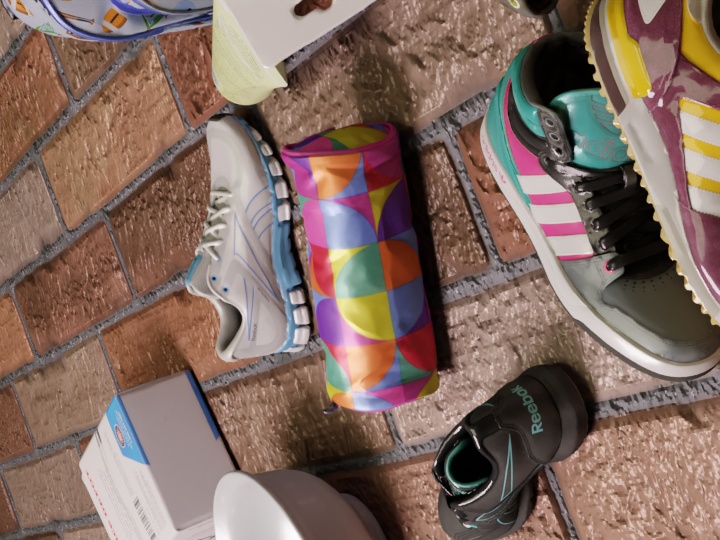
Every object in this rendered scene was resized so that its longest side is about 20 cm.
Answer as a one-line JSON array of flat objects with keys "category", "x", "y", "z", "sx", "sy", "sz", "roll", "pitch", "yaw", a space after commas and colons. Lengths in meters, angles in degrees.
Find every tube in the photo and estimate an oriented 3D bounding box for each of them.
[{"category": "tube", "x": -0.075, "y": -0.147, "z": 1.101, "sx": 0.200, "sy": 0.058, "sz": 0.052, "roll": -178, "pitch": 100, "yaw": -86}]

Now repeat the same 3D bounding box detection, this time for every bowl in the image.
[{"category": "bowl", "x": -0.033, "y": 0.242, "z": 1.308, "sx": 0.201, "sy": 0.090, "sz": 0.202, "roll": 38, "pitch": 138, "yaw": 45}]

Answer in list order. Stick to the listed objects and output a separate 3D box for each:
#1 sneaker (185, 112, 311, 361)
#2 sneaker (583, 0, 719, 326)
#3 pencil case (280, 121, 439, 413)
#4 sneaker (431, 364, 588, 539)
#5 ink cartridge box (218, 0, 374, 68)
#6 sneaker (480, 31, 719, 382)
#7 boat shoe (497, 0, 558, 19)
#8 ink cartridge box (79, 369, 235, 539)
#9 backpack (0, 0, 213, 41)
[{"category": "sneaker", "x": -0.100, "y": -0.021, "z": 1.266, "sx": 0.075, "sy": 0.086, "sz": 0.202, "roll": 8, "pitch": 113, "yaw": 61}, {"category": "sneaker", "x": 0.183, "y": -0.052, "z": 0.751, "sx": 0.090, "sy": 0.075, "sz": 0.201, "roll": -23, "pitch": 101, "yaw": 40}, {"category": "pencil case", "x": 0.000, "y": 0.000, "z": 1.104, "sx": 0.088, "sy": 0.088, "sz": 0.202, "roll": 21, "pitch": 123, "yaw": 55}, {"category": "sneaker", "x": 0.076, "y": 0.127, "z": 1.052, "sx": 0.076, "sy": 0.079, "sz": 0.200, "roll": 57, "pitch": 151, "yaw": 23}, {"category": "ink cartridge box", "x": -0.054, "y": -0.235, "z": 0.990, "sx": 0.116, "sy": 0.067, "sz": 0.201, "roll": -29, "pitch": 87, "yaw": 17}, {"category": "sneaker", "x": 0.134, "y": -0.049, "z": 0.838, "sx": 0.201, "sy": 0.083, "sz": 0.121, "roll": 57, "pitch": 159, "yaw": 26}, {"category": "boat shoe", "x": 0.093, "y": -0.219, "z": 0.812, "sx": 0.060, "sy": 0.072, "sz": 0.203, "roll": 41, "pitch": 142, "yaw": 27}, {"category": "ink cartridge box", "x": -0.197, "y": 0.207, "z": 1.585, "sx": 0.147, "sy": 0.084, "sz": 0.200, "roll": 63, "pitch": 152, "yaw": 15}, {"category": "backpack", "x": -0.160, "y": -0.242, "z": 1.116, "sx": 0.154, "sy": 0.189, "sz": 0.201, "roll": 13, "pitch": 119, "yaw": 61}]
